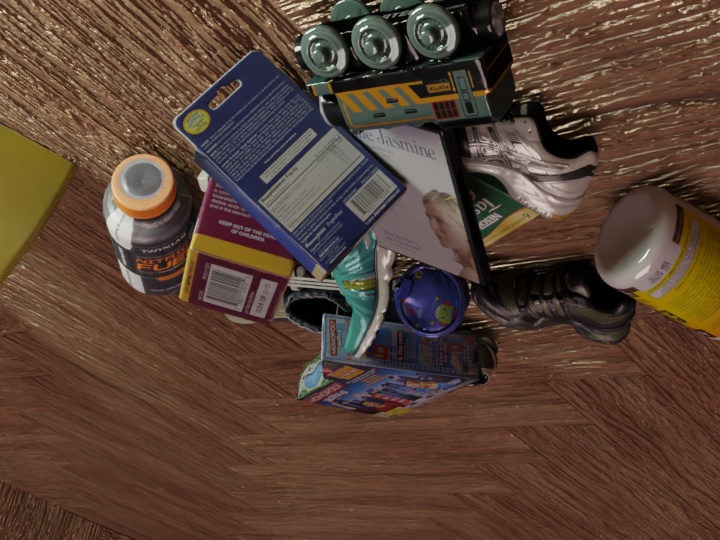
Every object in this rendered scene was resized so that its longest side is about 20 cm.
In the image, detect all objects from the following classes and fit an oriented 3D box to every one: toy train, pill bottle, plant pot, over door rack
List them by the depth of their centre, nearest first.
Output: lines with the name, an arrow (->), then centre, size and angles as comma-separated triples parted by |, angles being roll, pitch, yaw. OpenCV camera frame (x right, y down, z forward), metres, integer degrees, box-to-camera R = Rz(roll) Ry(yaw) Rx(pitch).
toy train -> 0.037, -0.172, 0.955 | 0.197, 0.085, 0.115 | -3, 121, 32
pill bottle -> 0.344, 0.001, 1.162 | 0.198, 0.111, 0.109 | 25, 153, -23
over door rack -> -0.088, -0.054, 1.328 | 0.145, 0.067, 0.201 | 4, 142, 16
pill bottle -> -0.246, -0.057, 1.342 | 0.104, 0.108, 0.201 | 12, 155, 2
plant pot -> -0.490, -0.067, 1.359 | 0.199, 0.179, 0.199 | 29, 151, -31

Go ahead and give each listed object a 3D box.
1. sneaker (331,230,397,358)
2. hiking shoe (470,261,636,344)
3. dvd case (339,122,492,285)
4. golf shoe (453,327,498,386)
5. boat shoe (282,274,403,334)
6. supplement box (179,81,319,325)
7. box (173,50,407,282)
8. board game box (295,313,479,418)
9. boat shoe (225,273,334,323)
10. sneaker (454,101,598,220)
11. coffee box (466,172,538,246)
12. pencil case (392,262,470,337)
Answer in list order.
sneaker -> 0.000, 0.000, 1.287 | 0.078, 0.203, 0.078 | 7, -161, 1
hiking shoe -> 0.229, 0.020, 1.326 | 0.196, 0.077, 0.101 | 10, 141, -2
dvd case -> 0.049, -0.078, 1.092 | 0.141, 0.018, 0.202 | 22, 147, 37
golf shoe -> 0.086, 0.111, 1.519 | 0.196, 0.095, 0.079 | 5, 113, 4
boat shoe -> -0.004, 0.056, 1.439 | 0.197, 0.072, 0.091 | 9, -166, -5
supplement box -> -0.104, -0.069, 1.133 | 0.102, 0.203, 0.131 | 15, 155, -7
box -> -0.067, -0.101, 1.062 | 0.200, 0.121, 0.032 | 44, 157, 3
board game box -> 0.011, 0.116, 1.409 | 0.197, 0.063, 0.199 | 16, 152, -29
boat shoe -> -0.085, 0.038, 1.510 | 0.196, 0.073, 0.063 | -1, -168, 0
sneaker -> 0.131, -0.131, 1.064 | 0.198, 0.076, 0.088 | 25, 125, -5
coffee box -> 0.082, -0.095, 1.173 | 0.198, 0.045, 0.123 | 24, 153, -21
pencil case -> 0.082, 0.030, 1.307 | 0.086, 0.079, 0.200 | 29, -176, 6
